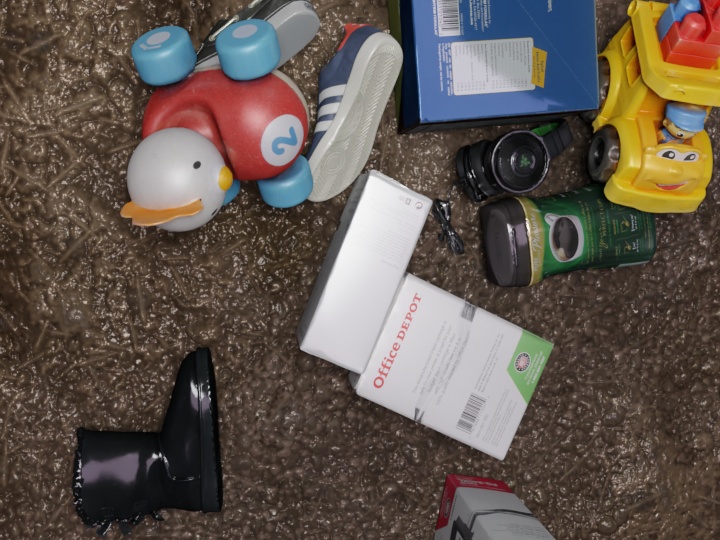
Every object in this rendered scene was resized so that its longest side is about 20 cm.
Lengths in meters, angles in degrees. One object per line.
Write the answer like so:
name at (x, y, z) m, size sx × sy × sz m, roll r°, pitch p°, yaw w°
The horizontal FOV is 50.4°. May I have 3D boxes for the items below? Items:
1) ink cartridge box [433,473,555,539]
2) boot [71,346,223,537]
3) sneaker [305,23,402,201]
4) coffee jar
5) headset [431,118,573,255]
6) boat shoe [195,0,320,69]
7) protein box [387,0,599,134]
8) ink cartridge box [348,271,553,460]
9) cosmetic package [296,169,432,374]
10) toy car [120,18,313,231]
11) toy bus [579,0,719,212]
ink cartridge box at (0.145, 0.339, 0.863) m, size 0.081 × 0.200 × 0.150 m, roll 11°, pitch 94°, yaw -9°
boot at (-0.239, 0.191, 0.860) m, size 0.157 × 0.073 × 0.205 m, roll -2°, pitch 96°, yaw -5°
sneaker at (-0.025, -0.179, 0.860) m, size 0.074 × 0.085 × 0.203 m, roll 6°, pitch 119°, yaw -46°
coffee jar at (0.239, -0.045, 0.898) m, size 0.194 × 0.085 × 0.107 m, roll -10°, pitch 99°, yaw -8°
headset at (0.156, -0.101, 0.846) m, size 0.198 × 0.123 × 0.096 m, roll -31°, pitch 102°, yaw -26°
boat shoe at (-0.137, -0.238, 0.839) m, size 0.197 × 0.071 × 0.064 m, roll -33°, pitch 66°, yaw 4°
protein box at (0.139, -0.263, 0.837) m, size 0.194 × 0.135 × 0.205 m, roll -6°, pitch 96°, yaw -8°
ink cartridge box at (0.101, 0.106, 0.892) m, size 0.196 × 0.084 × 0.149 m, roll 26°, pitch 91°, yaw -10°
cosmetic package at (0.000, 0.000, 0.855) m, size 0.079 × 0.113 × 0.204 m, roll 23°, pitch 90°, yaw -9°
toy car at (-0.149, -0.103, 0.734) m, size 0.172 × 0.203 × 0.187 m, roll 1°, pitch 135°, yaw 15°
toy bus at (0.334, -0.192, 0.816) m, size 0.132 × 0.193 × 0.205 m, roll 6°, pitch 62°, yaw -9°
